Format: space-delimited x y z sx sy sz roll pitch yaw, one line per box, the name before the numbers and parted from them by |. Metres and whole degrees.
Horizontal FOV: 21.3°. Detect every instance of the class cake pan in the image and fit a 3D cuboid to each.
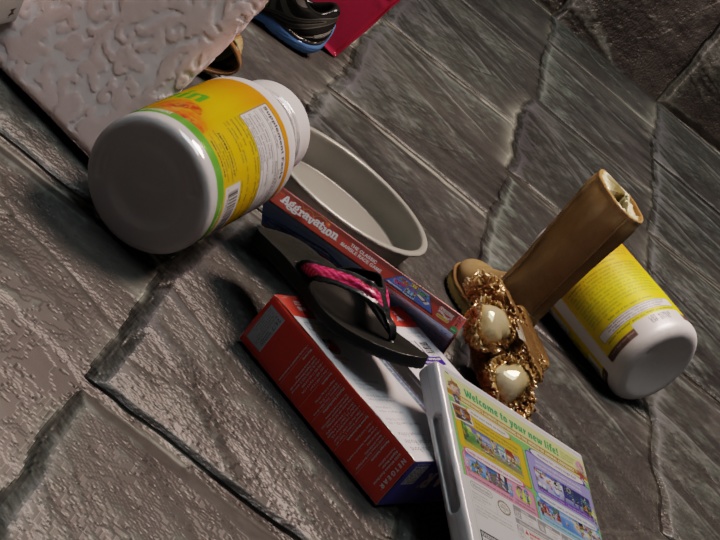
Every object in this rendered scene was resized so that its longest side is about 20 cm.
cake pan | -0.024 -0.071 1.844 0.200 0.037 0.200 36 19 -14

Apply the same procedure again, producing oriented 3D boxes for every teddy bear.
teddy bear | 0.121 0.076 1.701 0.200 0.067 0.145 -72 137 -75

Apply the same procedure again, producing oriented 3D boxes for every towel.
towel | -0.205 -0.214 1.579 0.191 0.200 0.032 43 0 16

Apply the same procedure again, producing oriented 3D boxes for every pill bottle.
pill bottle | 0.263 0.035 2.048 0.109 0.109 0.200 18 28 -49
pill bottle | -0.120 -0.092 1.529 0.111 0.111 0.200 43 30 8

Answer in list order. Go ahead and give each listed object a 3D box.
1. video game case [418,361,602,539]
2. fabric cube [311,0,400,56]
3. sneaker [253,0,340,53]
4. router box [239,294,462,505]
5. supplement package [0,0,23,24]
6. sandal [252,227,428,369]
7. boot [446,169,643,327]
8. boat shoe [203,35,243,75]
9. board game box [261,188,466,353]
video game case | 0.125 0.183 1.464 0.200 0.022 0.182 34 34 -40
fabric cube | -0.040 -0.425 2.328 0.196 0.200 0.199 45 12 -38
sneaker | -0.108 -0.329 2.207 0.199 0.083 0.071 30 20 -27
router box | 0.023 0.102 1.515 0.180 0.049 0.200 48 20 24
supplement package | -0.359 -0.293 1.524 0.200 0.120 0.121 45 38 15
sandal | -0.015 0.010 1.495 0.075 0.045 0.200 16 21 -47
boot | 0.180 -0.018 1.861 0.066 0.200 0.175 31 20 -27
boat shoe | -0.190 -0.253 1.889 0.200 0.076 0.074 24 27 -39
board game box | 0.000 0.000 1.652 0.200 0.019 0.103 36 -14 4
